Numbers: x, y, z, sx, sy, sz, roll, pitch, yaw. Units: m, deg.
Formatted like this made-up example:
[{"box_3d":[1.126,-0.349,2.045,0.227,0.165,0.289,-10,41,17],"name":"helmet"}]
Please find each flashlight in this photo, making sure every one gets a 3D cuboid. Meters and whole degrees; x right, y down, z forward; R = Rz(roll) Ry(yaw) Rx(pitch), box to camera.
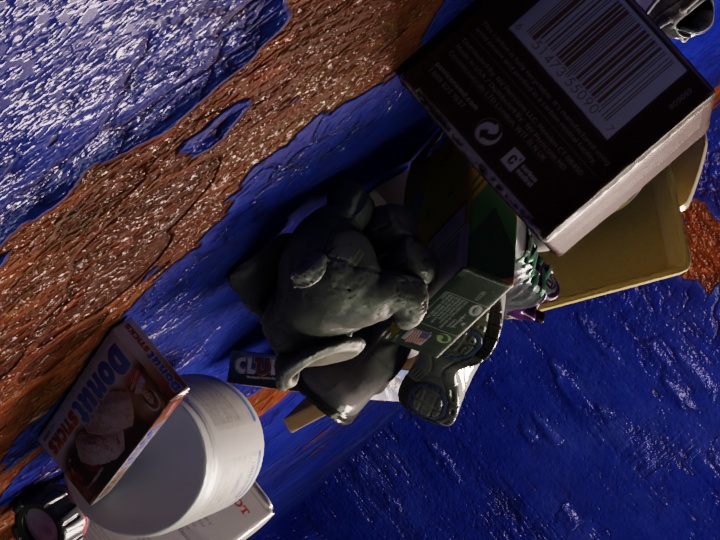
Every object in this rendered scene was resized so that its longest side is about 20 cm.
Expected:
[{"box_3d":[-0.248,0.206,1.786,0.200,0.068,0.068,-33,133,-54],"name":"flashlight"}]

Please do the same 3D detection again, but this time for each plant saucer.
[{"box_3d":[0.229,-0.048,1.906,0.200,0.200,0.048,-15,146,16],"name":"plant saucer"}]

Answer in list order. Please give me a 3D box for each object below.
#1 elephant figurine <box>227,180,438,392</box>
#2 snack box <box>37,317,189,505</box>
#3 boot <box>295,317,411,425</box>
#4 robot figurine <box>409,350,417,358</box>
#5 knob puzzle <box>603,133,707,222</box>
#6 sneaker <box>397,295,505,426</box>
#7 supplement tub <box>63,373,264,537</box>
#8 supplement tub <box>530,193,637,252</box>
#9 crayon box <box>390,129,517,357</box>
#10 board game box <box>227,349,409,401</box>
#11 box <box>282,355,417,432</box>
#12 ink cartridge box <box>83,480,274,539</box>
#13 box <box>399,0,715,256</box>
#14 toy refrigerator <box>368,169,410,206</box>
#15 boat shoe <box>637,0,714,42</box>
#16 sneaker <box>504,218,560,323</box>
[{"box_3d":[-0.039,0.034,1.540,0.200,0.155,0.142,-41,-148,38],"name":"elephant figurine"},{"box_3d":[-0.196,0.113,1.463,0.024,0.072,0.200,-33,169,-38],"name":"snack box"},{"box_3d":[0.018,0.061,1.709,0.132,0.070,0.200,-50,177,19],"name":"boot"},{"box_3d":[0.054,0.015,1.938,0.200,0.113,0.170,-46,-151,36],"name":"robot figurine"},{"box_3d":[0.280,-0.119,1.974,0.220,0.220,0.030,-40,143,-2],"name":"knob puzzle"},{"box_3d":[0.087,0.056,1.699,0.087,0.074,0.200,-59,176,-38],"name":"sneaker"},{"box_3d":[-0.168,0.158,1.636,0.132,0.132,0.200,-41,171,8],"name":"supplement tub"},{"box_3d":[0.193,-0.109,1.788,0.145,0.145,0.200,-45,171,34],"name":"supplement tub"},{"box_3d":[0.083,-0.042,1.587,0.127,0.051,0.200,-47,-151,48],"name":"crayon box"},{"box_3d":[-0.023,0.110,1.906,0.135,0.035,0.200,5,177,31],"name":"board game box"},{"box_3d":[0.023,0.108,2.086,0.200,0.021,0.163,-27,-175,25],"name":"box"},{"box_3d":[-0.211,0.255,1.915,0.200,0.146,0.085,-34,171,-33],"name":"ink cartridge box"},{"box_3d":[0.153,-0.126,1.415,0.164,0.166,0.200,-42,172,5],"name":"box"},{"box_3d":[0.000,0.000,1.743,0.070,0.076,0.200,-30,167,-50],"name":"toy refrigerator"},{"box_3d":[0.308,-0.252,1.802,0.072,0.068,0.200,-37,172,-21],"name":"boat shoe"},{"box_3d":[0.144,-0.014,1.685,0.200,0.087,0.074,97,11,-66],"name":"sneaker"}]
